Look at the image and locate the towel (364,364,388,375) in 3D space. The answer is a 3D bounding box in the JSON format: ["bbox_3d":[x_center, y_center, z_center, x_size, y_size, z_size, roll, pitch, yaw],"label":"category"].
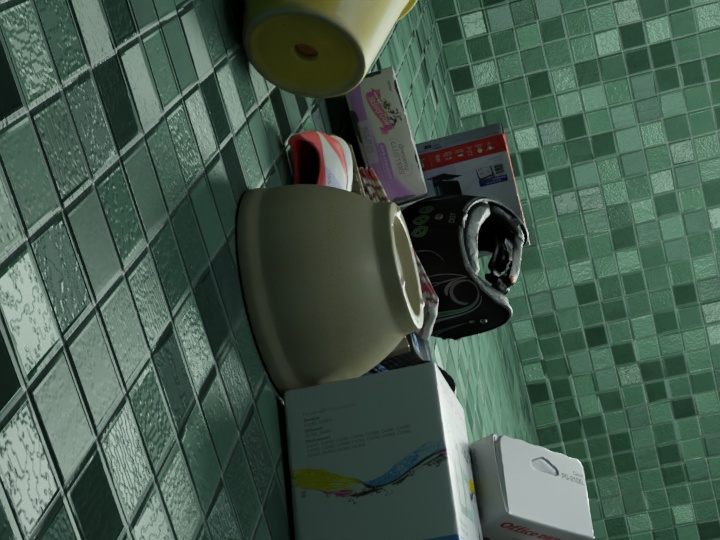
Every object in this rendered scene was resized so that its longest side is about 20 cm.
[{"bbox_3d":[0.042,0.145,1.410,0.200,0.024,0.145,40,-12,29],"label":"towel"}]

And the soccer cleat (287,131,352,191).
[{"bbox_3d":[-0.040,-0.049,1.424,0.073,0.068,0.202,10,70,-53],"label":"soccer cleat"}]

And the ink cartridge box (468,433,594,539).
[{"bbox_3d":[0.111,0.248,1.356,0.144,0.199,0.085,22,50,-41],"label":"ink cartridge box"}]

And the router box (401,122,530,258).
[{"bbox_3d":[0.130,-0.101,1.959,0.049,0.198,0.181,-87,161,-64],"label":"router box"}]

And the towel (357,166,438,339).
[{"bbox_3d":[0.040,-0.017,1.660,0.147,0.030,0.201,88,-24,-71],"label":"towel"}]

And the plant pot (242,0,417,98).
[{"bbox_3d":[-0.038,-0.288,1.383,0.201,0.199,0.190,64,34,-51],"label":"plant pot"}]

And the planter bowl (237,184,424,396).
[{"bbox_3d":[-0.018,0.008,1.249,0.200,0.133,0.202,-13,90,-79],"label":"planter bowl"}]

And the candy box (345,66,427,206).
[{"bbox_3d":[0.035,-0.170,1.808,0.200,0.071,0.170,-3,78,-87],"label":"candy box"}]

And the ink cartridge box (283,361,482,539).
[{"bbox_3d":[0.025,0.209,1.210,0.147,0.144,0.202,56,24,-62],"label":"ink cartridge box"}]

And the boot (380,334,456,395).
[{"bbox_3d":[0.050,0.138,1.534,0.200,0.069,0.132,53,-17,45],"label":"boot"}]

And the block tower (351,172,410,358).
[{"bbox_3d":[0.000,0.000,1.486,0.054,0.057,0.202,72,2,-77],"label":"block tower"}]

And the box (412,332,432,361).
[{"bbox_3d":[0.066,0.169,1.740,0.199,0.049,0.202,52,27,-69],"label":"box"}]

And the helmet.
[{"bbox_3d":[0.116,-0.003,1.817,0.199,0.190,0.202,18,64,-41],"label":"helmet"}]

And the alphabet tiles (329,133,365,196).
[{"bbox_3d":[0.001,-0.060,1.612,0.167,0.007,0.202,-135,-152,-72],"label":"alphabet tiles"}]
